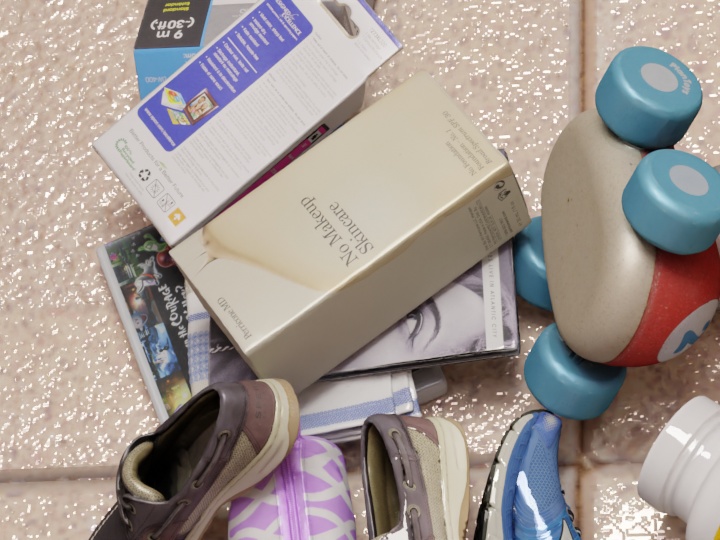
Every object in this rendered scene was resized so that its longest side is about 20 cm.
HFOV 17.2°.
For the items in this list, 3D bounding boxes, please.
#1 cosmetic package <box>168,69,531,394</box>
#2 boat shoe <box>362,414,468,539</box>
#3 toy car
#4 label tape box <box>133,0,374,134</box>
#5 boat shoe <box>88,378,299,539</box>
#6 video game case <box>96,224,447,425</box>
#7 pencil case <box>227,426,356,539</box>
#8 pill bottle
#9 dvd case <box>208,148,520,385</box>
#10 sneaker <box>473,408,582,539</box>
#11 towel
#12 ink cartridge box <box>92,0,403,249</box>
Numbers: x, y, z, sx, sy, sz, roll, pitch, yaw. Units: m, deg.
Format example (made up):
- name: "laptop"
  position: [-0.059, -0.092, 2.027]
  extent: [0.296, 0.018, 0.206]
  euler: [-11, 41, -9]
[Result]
- name: "cosmetic package"
  position: [-0.006, -0.021, 1.479]
  extent: [0.200, 0.073, 0.104]
  euler: [-36, 55, -7]
- name: "boat shoe"
  position: [0.027, 0.174, 1.394]
  extent: [0.065, 0.072, 0.200]
  euler: [12, 57, -17]
- name: "toy car"
  position: [0.218, -0.011, 1.466]
  extent: [0.199, 0.185, 0.177]
  euler: [10, 44, -18]
- name: "label tape box"
  position: [-0.074, -0.155, 1.624]
  extent: [0.144, 0.063, 0.200]
  euler: [-1, 48, 13]
- name: "boat shoe"
  position: [-0.118, 0.129, 1.444]
  extent: [0.200, 0.065, 0.072]
  euler: [-43, 44, 32]
- name: "video game case"
  position: [-0.061, 0.032, 1.565]
  extent: [0.181, 0.023, 0.200]
  euler: [-23, 60, -2]
- name: "pencil case"
  position: [-0.038, 0.196, 1.432]
  extent: [0.084, 0.086, 0.200]
  euler: [-11, 59, 3]
- name: "pill bottle"
  position: [0.262, 0.155, 1.380]
  extent: [0.200, 0.104, 0.104]
  euler: [33, 72, 26]
- name: "dvd case"
  position: [0.000, 0.000, 1.519]
  extent: [0.199, 0.016, 0.149]
  euler: [-8, 58, 11]
- name: "sneaker"
  position: [0.113, 0.180, 1.425]
  extent: [0.089, 0.079, 0.200]
  euler: [5, 64, -2]
- name: "towel"
  position: [-0.041, 0.027, 1.538]
  extent: [0.146, 0.024, 0.200]
  euler: [-12, 58, 8]
- name: "ink cartridge box"
  position: [-0.071, -0.109, 1.549]
  extent: [0.200, 0.037, 0.095]
  euler: [-41, 69, 5]
